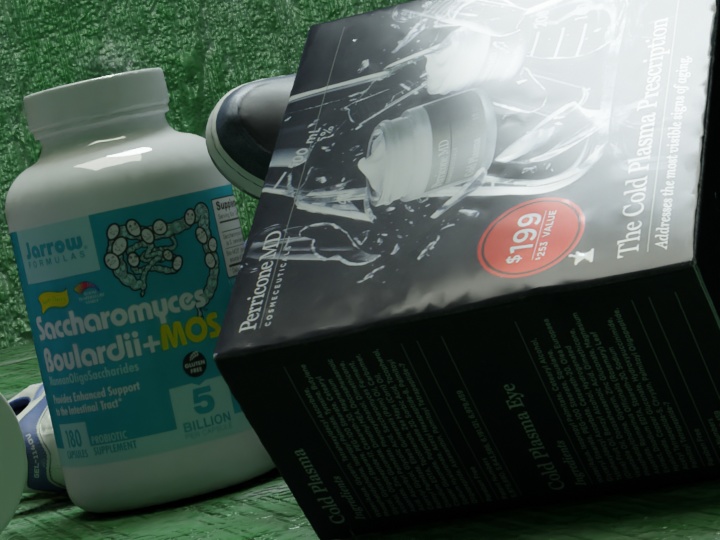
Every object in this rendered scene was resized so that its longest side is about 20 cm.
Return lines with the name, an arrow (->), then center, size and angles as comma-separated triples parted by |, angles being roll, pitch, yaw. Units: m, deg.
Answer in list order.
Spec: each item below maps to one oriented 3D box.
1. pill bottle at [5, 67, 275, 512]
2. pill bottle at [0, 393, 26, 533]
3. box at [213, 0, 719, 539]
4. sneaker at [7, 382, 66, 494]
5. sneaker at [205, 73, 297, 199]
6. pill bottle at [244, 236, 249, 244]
pill bottle -> -0.107, 0.008, 1.155 | 0.110, 0.202, 0.111 | -13, 2, 1
pill bottle -> -0.215, 0.083, 1.030 | 0.111, 0.112, 0.200 | -14, 3, -28
box -> 0.062, -0.015, 0.905 | 0.181, 0.104, 0.201 | -13, 38, 22
sneaker -> -0.157, 0.077, 1.304 | 0.087, 0.076, 0.200 | -13, 2, -3
sneaker -> 0.042, -0.082, 1.037 | 0.201, 0.077, 0.146 | 4, -31, -14
pill bottle -> 0.000, 0.000, 1.188 | 0.110, 0.112, 0.200 | -13, -18, -24
